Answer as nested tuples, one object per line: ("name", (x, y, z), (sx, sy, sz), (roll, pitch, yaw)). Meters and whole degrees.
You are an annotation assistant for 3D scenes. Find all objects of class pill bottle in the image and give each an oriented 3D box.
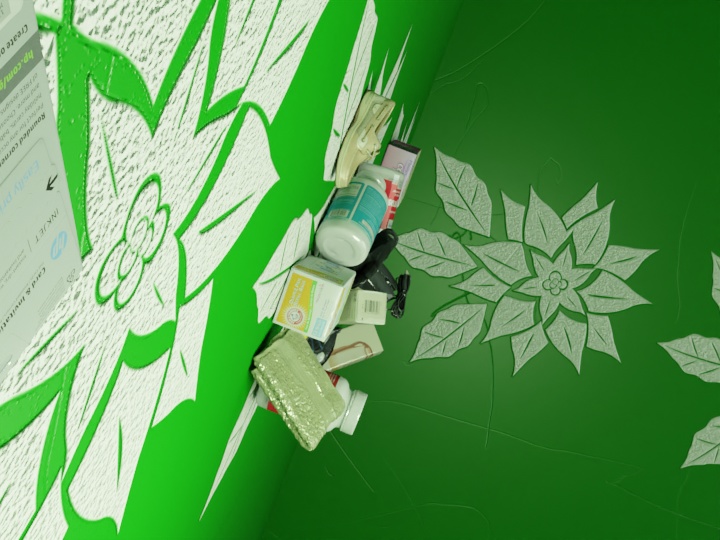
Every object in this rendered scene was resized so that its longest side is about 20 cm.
("pill bottle", (-0.010, -0.112, 1.626), (0.111, 0.110, 0.200), (107, 6, -51))
("pill bottle", (-0.094, 0.247, 1.582), (0.112, 0.199, 0.113), (21, 90, -87))
("pill bottle", (0.026, -0.143, 1.878), (0.112, 0.112, 0.201), (-42, 147, -83))

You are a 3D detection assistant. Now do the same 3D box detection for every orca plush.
("orca plush", (-0.113, 0.211, 1.837), (0.200, 0.105, 0.071), (-50, 130, -42))

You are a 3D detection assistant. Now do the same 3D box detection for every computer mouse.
("computer mouse", (0.040, 0.011, 1.900), (0.053, 0.200, 0.139), (-42, -157, 44))

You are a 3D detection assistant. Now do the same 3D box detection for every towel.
("towel", (-0.108, 0.207, 1.441), (0.036, 0.200, 0.148), (-22, -166, 35))

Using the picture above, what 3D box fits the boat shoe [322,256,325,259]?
("boat shoe", (-0.038, -0.070, 1.774), (0.200, 0.074, 0.060), (111, 1, -67))

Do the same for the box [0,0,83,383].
("box", (-0.166, -0.008, 0.290), (0.200, 0.041, 0.156), (105, 7, -54))

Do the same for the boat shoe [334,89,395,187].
("boat shoe", (0.007, -0.240, 1.499), (0.072, 0.065, 0.201), (100, 11, -74))

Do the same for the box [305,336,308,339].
("box", (-0.115, 0.086, 1.676), (0.075, 0.050, 0.201), (-52, 163, -77))

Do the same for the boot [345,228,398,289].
("boot", (0.000, -0.001, 1.719), (0.165, 0.066, 0.200), (-50, -176, 26))

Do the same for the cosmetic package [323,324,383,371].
("cosmetic package", (-0.055, 0.196, 1.977), (0.103, 0.199, 0.088), (112, -43, -76))

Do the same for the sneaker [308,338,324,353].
("sneaker", (-0.116, 0.115, 1.833), (0.077, 0.076, 0.200), (-32, -153, 37))

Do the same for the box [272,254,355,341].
("box", (-0.083, 0.048, 1.511), (0.200, 0.101, 0.113), (-49, 159, -81))

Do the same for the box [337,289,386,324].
("box", (-0.036, 0.079, 1.705), (0.200, 0.082, 0.069), (-3, -99, 51))

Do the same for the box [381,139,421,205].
("box", (0.114, -0.313, 2.573), (0.200, 0.096, 0.176), (-61, 172, -74))
